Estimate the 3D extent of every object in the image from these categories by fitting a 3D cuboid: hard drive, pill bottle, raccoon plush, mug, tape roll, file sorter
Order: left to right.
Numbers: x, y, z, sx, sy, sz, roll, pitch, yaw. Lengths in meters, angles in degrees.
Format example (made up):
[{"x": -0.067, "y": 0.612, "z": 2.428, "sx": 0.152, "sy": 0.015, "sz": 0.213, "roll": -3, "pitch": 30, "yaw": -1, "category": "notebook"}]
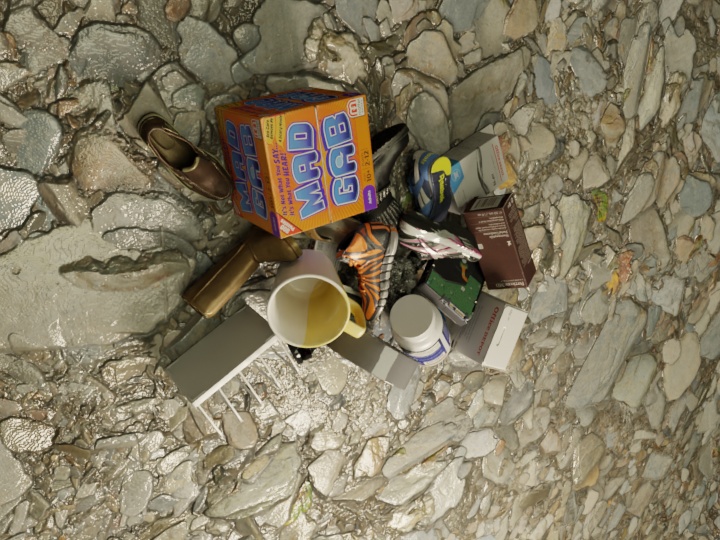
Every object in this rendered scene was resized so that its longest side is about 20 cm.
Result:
[{"x": -0.237, "y": 0.193, "z": 1.319, "sx": 0.199, "sy": 0.138, "sz": 0.125, "roll": -39, "pitch": 127, "yaw": -18, "category": "file sorter"}, {"x": -0.091, "y": 0.052, "z": 1.292, "sx": 0.148, "sy": 0.154, "sz": 0.188, "roll": -23, "pitch": 119, "yaw": 6, "category": "mug"}, {"x": 0.022, "y": 0.169, "z": 1.448, "sx": 0.199, "sy": 0.200, "sz": 0.067, "roll": 32, "pitch": 86, "yaw": -37, "category": "tape roll"}, {"x": 0.057, "y": -0.025, "z": 1.505, "sx": 0.134, "sy": 0.096, "sz": 0.201, "roll": 51, "pitch": 44, "yaw": -21, "category": "raccoon plush"}, {"x": 0.129, "y": 0.130, "z": 1.517, "sx": 0.116, "sy": 0.115, "sz": 0.200, "roll": -52, "pitch": 155, "yaw": -9, "category": "pill bottle"}, {"x": 0.211, "y": 0.006, "z": 1.544, "sx": 0.139, "sy": 0.038, "sz": 0.201, "roll": 39, "pitch": 50, "yaw": -14, "category": "hard drive"}]

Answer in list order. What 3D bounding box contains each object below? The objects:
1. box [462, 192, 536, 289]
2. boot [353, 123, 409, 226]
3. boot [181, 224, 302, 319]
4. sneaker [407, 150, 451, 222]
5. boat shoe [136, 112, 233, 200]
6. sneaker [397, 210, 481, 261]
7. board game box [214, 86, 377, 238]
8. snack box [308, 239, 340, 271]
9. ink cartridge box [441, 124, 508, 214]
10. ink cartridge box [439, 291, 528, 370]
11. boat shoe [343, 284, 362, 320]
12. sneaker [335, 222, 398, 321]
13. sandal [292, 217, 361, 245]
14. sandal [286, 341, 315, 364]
[{"x": 0.305, "y": -0.060, "z": 1.524, "sx": 0.075, "sy": 0.099, "sz": 0.202, "roll": -50, "pitch": 125, "yaw": -44, "category": "box"}, {"x": 0.051, "y": -0.180, "z": 1.423, "sx": 0.211, "sy": 0.079, "sz": 0.158, "roll": -44, "pitch": 119, "yaw": -1, "category": "boot"}, {"x": -0.212, "y": 0.008, "z": 1.252, "sx": 0.200, "sy": 0.175, "sz": 0.066, "roll": -47, "pitch": 118, "yaw": -17, "category": "boot"}, {"x": 0.147, "y": -0.173, "z": 1.504, "sx": 0.074, "sy": 0.082, "sz": 0.202, "roll": -33, "pitch": 141, "yaw": -31, "category": "sneaker"}, {"x": -0.294, "y": -0.180, "z": 1.186, "sx": 0.075, "sy": 0.075, "sz": 0.202, "roll": -50, "pitch": 125, "yaw": 3, "category": "boat shoe"}, {"x": 0.159, "y": -0.058, "z": 1.481, "sx": 0.198, "sy": 0.081, "sz": 0.087, "roll": 21, "pitch": 127, "yaw": -15, "category": "sneaker"}, {"x": -0.113, "y": -0.199, "z": 1.230, "sx": 0.198, "sy": 0.199, "sz": 0.202, "roll": -20, "pitch": 116, "yaw": -28, "category": "board game box"}, {"x": -0.090, "y": 0.030, "z": 1.434, "sx": 0.071, "sy": 0.024, "sz": 0.202, "roll": 9, "pitch": 100, "yaw": -37, "category": "snack box"}, {"x": 0.257, "y": -0.230, "z": 1.559, "sx": 0.199, "sy": 0.066, "sz": 0.117, "roll": -36, "pitch": 123, "yaw": -20, "category": "ink cartridge box"}, {"x": 0.266, "y": 0.122, "z": 1.600, "sx": 0.085, "sy": 0.199, "sz": 0.148, "roll": 19, "pitch": 95, "yaw": -37, "category": "ink cartridge box"}, {"x": -0.020, "y": 0.069, "z": 1.448, "sx": 0.199, "sy": 0.074, "sz": 0.063, "roll": 25, "pitch": 85, "yaw": -56, "category": "boat shoe"}, {"x": 0.000, "y": 0.000, "z": 1.376, "sx": 0.111, "sy": 0.078, "sz": 0.203, "roll": 6, "pitch": 103, "yaw": -18, "category": "sneaker"}, {"x": -0.078, "y": -0.087, "z": 1.361, "sx": 0.198, "sy": 0.054, "sz": 0.081, "roll": 13, "pitch": 97, "yaw": -16, "category": "sandal"}, {"x": -0.113, "y": 0.137, "z": 1.355, "sx": 0.048, "sy": 0.200, "sz": 0.076, "roll": -28, "pitch": 86, "yaw": -1, "category": "sandal"}]
